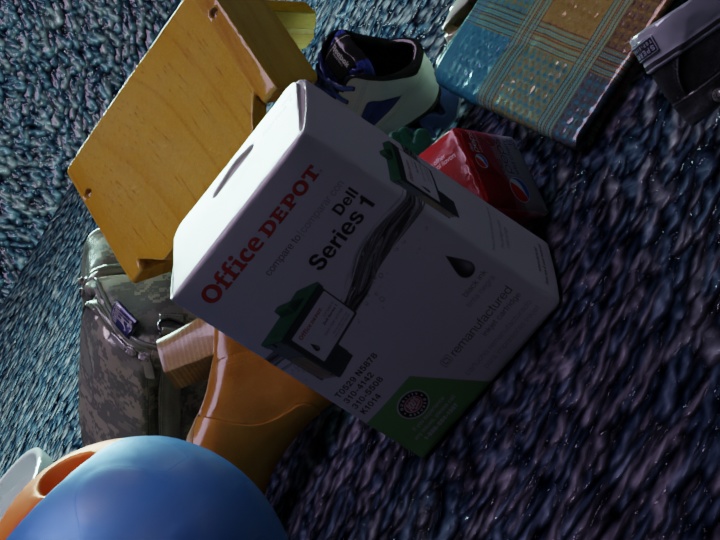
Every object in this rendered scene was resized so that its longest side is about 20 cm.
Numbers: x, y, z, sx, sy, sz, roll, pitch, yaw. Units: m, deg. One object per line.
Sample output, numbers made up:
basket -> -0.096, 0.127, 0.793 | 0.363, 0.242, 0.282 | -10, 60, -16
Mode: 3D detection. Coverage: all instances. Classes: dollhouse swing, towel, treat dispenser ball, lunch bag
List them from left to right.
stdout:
treat dispenser ball -> -0.139, 0.206, 1.265 | 0.201, 0.200, 0.201 | -51, 16, 21
lunch bag -> -0.158, 0.078, 1.605 | 0.168, 0.139, 0.201 | -104, 15, -52
dollhouse swing -> -0.096, -0.105, 1.557 | 0.200, 0.175, 0.182 | -51, 54, 24
towel -> 0.139, -0.168, 1.400 | 0.147, 0.022, 0.200 | -57, 34, 1

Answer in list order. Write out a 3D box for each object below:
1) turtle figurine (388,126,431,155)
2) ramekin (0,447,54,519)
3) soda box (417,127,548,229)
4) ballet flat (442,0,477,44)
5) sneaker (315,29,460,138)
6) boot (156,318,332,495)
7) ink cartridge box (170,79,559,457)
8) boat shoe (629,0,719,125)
turtle figurine -> 0.013, -0.049, 1.480 | 0.200, 0.149, 0.101 | -19, 73, 58
ramekin -> -0.315, 0.275, 1.860 | 0.201, 0.098, 0.201 | -50, 17, 21
soda box -> 0.028, -0.017, 1.358 | 0.200, 0.070, 0.064 | -37, 63, 35
ballet flat -> 0.106, -0.192, 1.548 | 0.071, 0.069, 0.200 | -39, 17, -7
sneaker -> -0.023, -0.133, 1.604 | 0.199, 0.115, 0.081 | -30, 51, -2
boot -> -0.056, 0.105, 1.441 | 0.143, 0.202, 0.071 | -21, -21, 3
ink cartridge box -> 0.000, 0.000, 1.240 | 0.146, 0.200, 0.084 | -51, 19, 21
boat shoe -> 0.241, -0.149, 1.054 | 0.199, 0.068, 0.074 | -35, 0, -11
